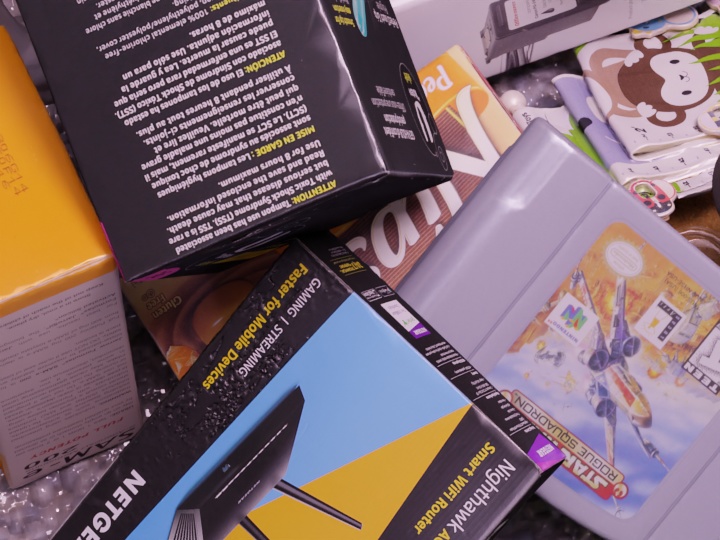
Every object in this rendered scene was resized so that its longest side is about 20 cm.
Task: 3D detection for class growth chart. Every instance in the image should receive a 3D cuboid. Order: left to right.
[{"bbox_3d":[0.168,-0.089,1.277,0.199,0.018,0.145,-26,45,-16],"label":"growth chart"}]

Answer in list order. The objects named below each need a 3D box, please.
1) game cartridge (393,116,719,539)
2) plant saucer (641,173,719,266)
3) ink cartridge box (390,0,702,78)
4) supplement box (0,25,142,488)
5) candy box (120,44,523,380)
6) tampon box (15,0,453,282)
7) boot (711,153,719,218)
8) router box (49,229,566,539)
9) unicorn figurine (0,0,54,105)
[{"bbox_3d":[0.114,0.044,1.188,0.200,0.042,0.133,38,89,-11],"label":"game cartridge"},{"bbox_3d":[0.160,0.005,1.261,0.199,0.035,0.202,-1,67,2],"label":"plant saucer"},{"bbox_3d":[0.062,-0.180,1.306,0.199,0.084,0.146,-20,57,-5],"label":"ink cartridge box"},{"bbox_3d":[-0.160,-0.001,1.185,0.073,0.200,0.126,-24,67,-12],"label":"supplement box"},{"bbox_3d":[0.000,0.000,1.239,0.199,0.055,0.116,-34,69,0],"label":"candy box"},{"bbox_3d":[-0.062,-0.110,1.134,0.126,0.150,0.201,-22,86,13],"label":"tampon box"},{"bbox_3d":[0.256,0.016,1.194,0.150,0.073,0.201,-9,61,-49],"label":"boot"},{"bbox_3d":[-0.029,0.105,1.157,0.149,0.051,0.200,42,107,10],"label":"router box"},{"bbox_3d":[-0.166,-0.094,1.218,0.200,0.137,0.074,-48,59,30],"label":"unicorn figurine"}]
